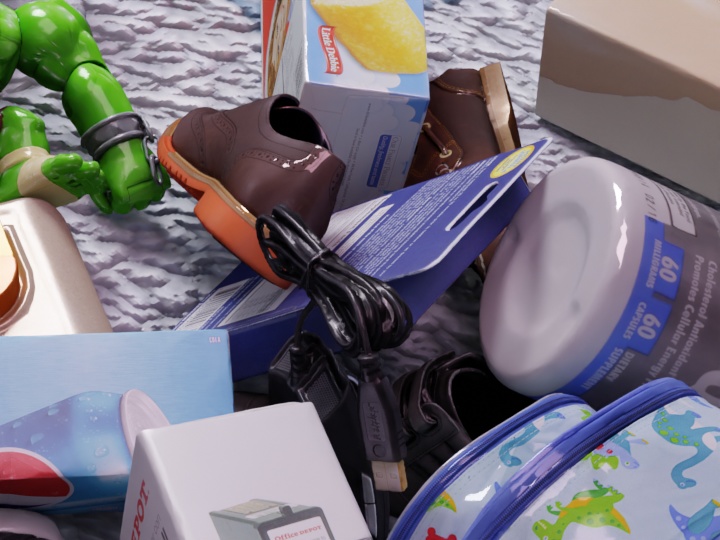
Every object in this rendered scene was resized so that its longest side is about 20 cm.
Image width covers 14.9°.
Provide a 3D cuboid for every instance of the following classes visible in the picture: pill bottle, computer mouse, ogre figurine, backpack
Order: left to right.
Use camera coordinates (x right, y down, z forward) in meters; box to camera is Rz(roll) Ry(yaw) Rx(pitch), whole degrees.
[{"bbox_3d":[-0.204,-0.085,1.398,0.199,0.098,0.120,-10,66,-3],"label":"ogre figurine"},{"bbox_3d":[-0.001,0.078,1.196,0.046,0.201,0.140,-9,20,-21],"label":"computer mouse"},{"bbox_3d":[0.094,0.141,1.174,0.183,0.200,0.147,-31,60,-36],"label":"backpack"},{"bbox_3d":[0.165,0.034,1.282,0.199,0.114,0.114,22,40,-26],"label":"pill bottle"}]

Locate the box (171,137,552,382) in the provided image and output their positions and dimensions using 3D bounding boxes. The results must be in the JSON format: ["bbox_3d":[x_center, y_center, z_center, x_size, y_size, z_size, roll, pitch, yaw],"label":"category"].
[{"bbox_3d":[0.000,0.000,1.311,0.032,0.200,0.121,57,47,-14],"label":"box"}]

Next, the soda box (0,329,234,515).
[{"bbox_3d":[-0.157,0.069,1.215,0.199,0.064,0.068,-2,70,-11],"label":"soda box"}]

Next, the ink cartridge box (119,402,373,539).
[{"bbox_3d":[-0.035,0.177,1.142,0.084,0.146,0.200,-8,48,-21],"label":"ink cartridge box"}]

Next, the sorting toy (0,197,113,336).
[{"bbox_3d":[-0.208,0.047,1.291,0.199,0.037,0.185,-12,50,-19],"label":"sorting toy"}]

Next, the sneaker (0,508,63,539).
[{"bbox_3d":[-0.211,0.159,1.162,0.199,0.073,0.112,-4,46,-21],"label":"sneaker"}]

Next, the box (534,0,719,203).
[{"bbox_3d":[0.203,-0.095,1.503,0.200,0.078,0.095,26,46,24],"label":"box"}]

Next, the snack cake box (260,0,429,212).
[{"bbox_3d":[-0.011,-0.120,1.465,0.067,0.115,0.201,6,46,-9],"label":"snack cake box"}]

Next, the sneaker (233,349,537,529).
[{"bbox_3d":[0.002,0.071,1.290,0.199,0.099,0.071,15,46,1],"label":"sneaker"}]

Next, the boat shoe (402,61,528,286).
[{"bbox_3d":[0.055,-0.038,1.428,0.070,0.071,0.200,-12,30,2],"label":"boat shoe"}]

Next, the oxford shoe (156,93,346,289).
[{"bbox_3d":[-0.047,-0.052,1.351,0.071,0.073,0.200,37,5,-24],"label":"oxford shoe"}]
